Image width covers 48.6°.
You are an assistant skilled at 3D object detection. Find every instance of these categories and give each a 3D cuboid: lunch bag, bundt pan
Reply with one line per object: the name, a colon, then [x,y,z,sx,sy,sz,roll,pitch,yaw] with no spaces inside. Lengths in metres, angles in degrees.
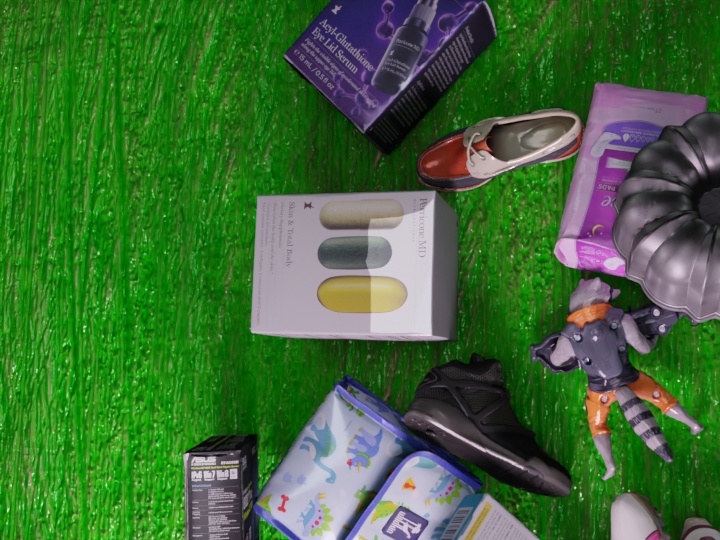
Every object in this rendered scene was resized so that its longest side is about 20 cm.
lunch bag: [0.010,0.244,0.885,0.199,0.127,0.171,36,92,4]
bundt pan: [0.328,-0.059,0.720,0.200,0.076,0.204,-7,68,18]

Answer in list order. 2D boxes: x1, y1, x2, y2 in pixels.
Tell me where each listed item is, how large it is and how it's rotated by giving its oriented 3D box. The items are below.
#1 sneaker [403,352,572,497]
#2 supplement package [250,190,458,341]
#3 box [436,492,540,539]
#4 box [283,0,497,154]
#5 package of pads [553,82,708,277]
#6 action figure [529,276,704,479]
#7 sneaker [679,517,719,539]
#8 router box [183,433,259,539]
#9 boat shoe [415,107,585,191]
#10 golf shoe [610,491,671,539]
sneaker: [0.153,0.162,0.866,0.198,0.076,0.115,30,61,-1]
supplement package: [0.000,0.000,0.893,0.198,0.151,0.153,0,83,17]
box: [0.169,0.322,0.809,0.200,0.049,0.082,42,63,-4]
box: [0.037,-0.265,0.937,0.148,0.104,0.200,44,98,17]
package of pads: [0.285,-0.095,0.838,0.120,0.076,0.201,12,73,22]
action figure: [0.285,0.090,0.825,0.199,0.105,0.195,-28,84,12]
sneaker: [0.346,0.348,0.797,0.074,0.090,0.202,1,110,7]
router box: [-0.149,0.265,0.884,0.062,0.200,0.151,-3,84,-3]
boat shoe: [0.154,-0.140,0.909,0.198,0.063,0.072,-11,83,17]
golf shoe: [0.261,0.318,0.776,0.091,0.073,0.202,2,67,-4]
